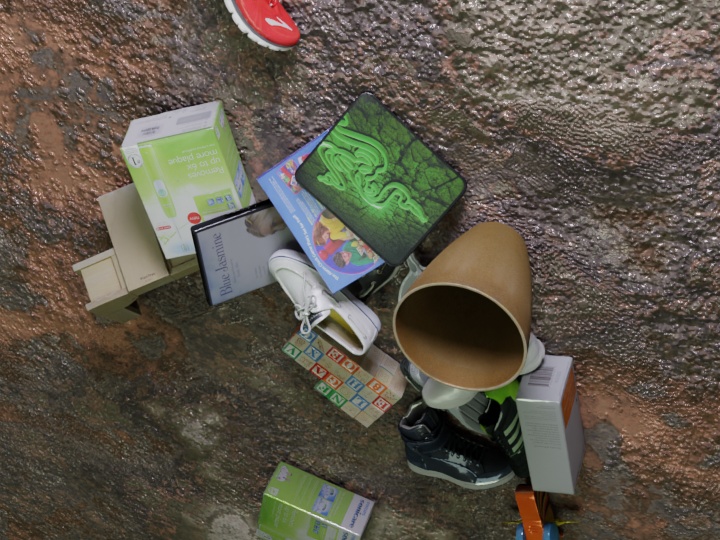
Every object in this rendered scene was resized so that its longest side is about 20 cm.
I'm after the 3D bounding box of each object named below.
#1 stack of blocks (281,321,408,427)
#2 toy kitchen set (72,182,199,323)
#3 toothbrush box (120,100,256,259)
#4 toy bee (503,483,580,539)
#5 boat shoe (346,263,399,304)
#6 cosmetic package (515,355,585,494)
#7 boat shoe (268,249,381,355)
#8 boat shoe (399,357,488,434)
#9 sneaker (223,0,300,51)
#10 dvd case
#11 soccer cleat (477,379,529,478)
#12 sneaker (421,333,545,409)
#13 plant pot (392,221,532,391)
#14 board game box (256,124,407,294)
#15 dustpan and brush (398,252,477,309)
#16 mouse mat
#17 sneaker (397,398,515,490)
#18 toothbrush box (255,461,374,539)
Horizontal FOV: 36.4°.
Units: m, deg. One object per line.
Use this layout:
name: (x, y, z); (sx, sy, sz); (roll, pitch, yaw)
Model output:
stack of blocks: (-0.029, 0.158, 1.809); (0.199, 0.059, 0.115); (37, 135, -7)
toy kitchen set: (-0.360, -0.035, 1.815); (0.198, 0.180, 0.165); (-22, 79, 2)
toothbrush box: (-0.249, -0.132, 1.626); (0.143, 0.087, 0.202); (-10, 126, 9)
toy bee: (0.307, 0.450, 1.879); (0.129, 0.108, 0.203); (15, 109, 25)
boat shoe: (0.000, 0.000, 1.646); (0.074, 0.060, 0.200); (57, 139, 17)
cosmetic package: (0.295, 0.238, 1.688); (0.070, 0.102, 0.202); (2, 129, 23)
boat shoe: (-0.064, 0.057, 1.625); (0.202, 0.086, 0.074); (41, 133, -10)
boat shoe: (0.145, 0.189, 1.748); (0.200, 0.072, 0.071); (41, 166, -25)
sneaker: (-0.137, -0.372, 1.402); (0.084, 0.077, 0.201); (-24, 115, 33)
dvd case: (-0.148, -0.037, 1.635); (0.018, 0.198, 0.144); (51, 156, 46)
soccer cleat: (0.229, 0.252, 1.735); (0.067, 0.080, 0.202); (41, 149, 56)
sneaker: (0.174, 0.139, 1.638); (0.199, 0.071, 0.080); (-29, 145, 11)
plant pot: (0.161, 0.028, 1.505); (0.184, 0.201, 0.188); (13, 133, 14)
board game box: (-0.037, -0.086, 1.561); (0.134, 0.045, 0.201); (-30, 99, 22)
dustpan and brush: (0.097, 0.022, 1.626); (0.138, 0.057, 0.203); (-21, 87, 36)
mouse mat: (0.028, -0.123, 1.510); (0.200, 0.008, 0.161); (41, 99, -6)
sneaker: (0.156, 0.285, 1.813); (0.200, 0.077, 0.147); (4, 132, 25)
toothbrush box: (-0.088, 0.472, 2.078); (0.198, 0.086, 0.147); (21, 134, 6)
